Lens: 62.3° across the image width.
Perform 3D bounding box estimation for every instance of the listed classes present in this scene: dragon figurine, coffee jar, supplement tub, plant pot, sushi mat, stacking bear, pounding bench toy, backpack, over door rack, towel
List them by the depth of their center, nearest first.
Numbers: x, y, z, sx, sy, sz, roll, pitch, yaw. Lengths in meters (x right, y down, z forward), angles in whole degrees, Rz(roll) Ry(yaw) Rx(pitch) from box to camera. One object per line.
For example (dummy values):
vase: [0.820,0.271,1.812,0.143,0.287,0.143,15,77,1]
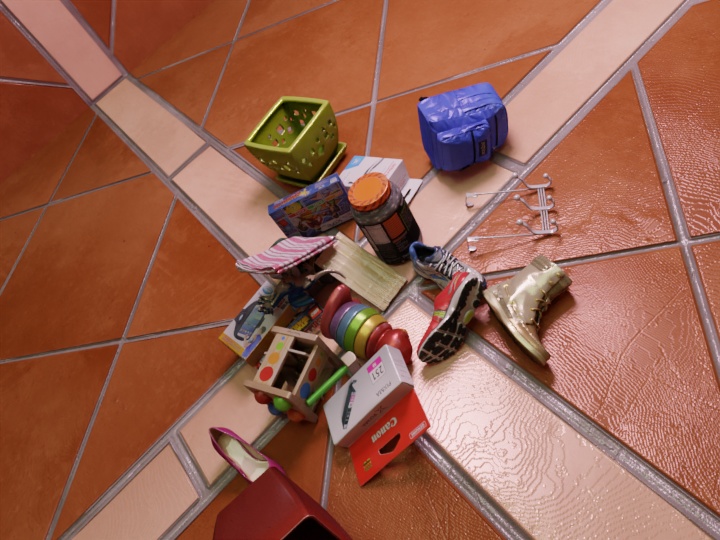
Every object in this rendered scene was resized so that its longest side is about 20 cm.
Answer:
plant pot: [-0.135,0.462,1.009,0.199,0.201,0.176,-40,34,-5]
pounding bench toy: [-0.110,0.226,1.214,0.198,0.125,0.157,7,59,34]
stacking bear: [0.022,0.133,1.228,0.199,0.122,0.114,27,77,33]
over door rack: [0.318,-0.133,1.291,0.197,0.067,0.149,-11,50,22]
dragon figurine: [-0.137,0.040,1.321,0.197,0.100,0.059,-12,48,-24]
towel: [-0.163,-0.041,1.327,0.145,0.030,0.199,3,26,43]
supplement tub: [0.055,-0.117,1.337,0.121,0.201,0.124,-15,48,18]
sushi mat: [0.000,0.000,1.342,0.199,0.012,0.096,34,75,12]
backpack: [0.257,-0.336,1.429,0.197,0.163,0.169,-20,55,-2]
coffee jar: [-0.130,-0.024,1.446,0.198,0.086,0.105,5,42,32]
plant pot: [-0.167,-0.347,1.662,0.197,0.182,0.201,18,66,39]

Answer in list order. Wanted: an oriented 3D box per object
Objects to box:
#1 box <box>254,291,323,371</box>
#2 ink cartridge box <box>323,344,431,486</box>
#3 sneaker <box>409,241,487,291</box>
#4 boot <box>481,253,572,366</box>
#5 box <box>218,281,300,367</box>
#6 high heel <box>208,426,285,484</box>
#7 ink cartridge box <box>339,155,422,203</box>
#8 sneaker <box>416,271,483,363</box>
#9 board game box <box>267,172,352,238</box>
box: [-0.180,0.134,1.387,0.200,0.040,0.137,-41,45,-5]
ink cartridge box: [0.023,0.270,1.111,0.200,0.043,0.175,-47,41,22]
sneaker: [0.175,-0.005,1.259,0.199,0.085,0.077,25,70,40]
boot: [0.336,0.068,1.116,0.155,0.073,0.201,-35,40,5]
box: [-0.225,0.111,1.376,0.118,0.042,0.201,25,72,41]
high heel: [-0.225,0.375,1.182,0.067,0.096,0.199,-48,47,-13]
ink cartridge box: [0.044,-0.225,1.516,0.198,0.067,0.116,12,56,37]
sneaker: [0.172,0.093,1.187,0.201,0.077,0.085,-57,30,0]
board game box: [-0.116,-0.151,1.509,0.198,0.136,0.035,-23,47,11]
